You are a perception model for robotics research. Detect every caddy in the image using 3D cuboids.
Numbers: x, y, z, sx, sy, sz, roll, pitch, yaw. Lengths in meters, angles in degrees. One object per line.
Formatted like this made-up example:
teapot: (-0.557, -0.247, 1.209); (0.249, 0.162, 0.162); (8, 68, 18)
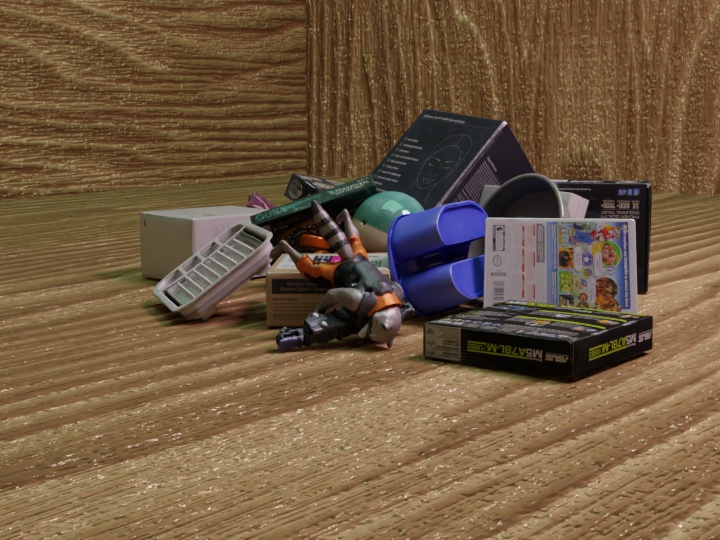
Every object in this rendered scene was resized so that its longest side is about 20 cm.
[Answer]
caddy: (0.107, -0.015, 1.594); (0.104, 0.143, 0.199); (-16, -2, 32)

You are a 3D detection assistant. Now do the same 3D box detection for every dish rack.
dish rack: (-0.197, 0.005, 1.628); (0.171, 0.044, 0.200); (-38, 18, -11)

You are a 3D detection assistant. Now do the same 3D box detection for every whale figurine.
whale figurine: (0.076, -0.052, 1.778); (0.199, 0.105, 0.158); (24, 2, -41)

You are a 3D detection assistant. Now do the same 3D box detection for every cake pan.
cake pan: (0.221, -0.037, 1.661); (0.036, 0.203, 0.199); (26, -7, -32)

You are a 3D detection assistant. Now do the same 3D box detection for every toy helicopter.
toy helicopter: (0.000, 0.000, 1.773); (0.197, 0.080, 0.132); (11, -2, -18)

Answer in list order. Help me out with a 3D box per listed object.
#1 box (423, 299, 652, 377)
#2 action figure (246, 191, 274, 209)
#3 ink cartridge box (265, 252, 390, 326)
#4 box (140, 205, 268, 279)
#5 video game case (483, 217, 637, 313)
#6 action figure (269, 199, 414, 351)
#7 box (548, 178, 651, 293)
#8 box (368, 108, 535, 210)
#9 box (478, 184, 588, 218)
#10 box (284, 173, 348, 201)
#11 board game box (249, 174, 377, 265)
box: (0.203, 0.074, 1.344); (0.198, 0.048, 0.192); (5, 8, 38)
action figure: (-0.129, -0.049, 2.034); (0.199, 0.150, 0.133); (37, 12, 33)
ink cartridge box: (-0.038, 0.023, 1.594); (0.162, 0.076, 0.200); (-1, 8, 1)
box: (-0.242, -0.045, 1.946); (0.198, 0.108, 0.151); (-8, 12, -44)
video game case: (0.261, 0.001, 1.543); (0.197, 0.145, 0.018); (1, -22, 8)
action figure: (-0.027, 0.019, 1.409); (0.198, 0.105, 0.194); (-20, 55, -38)
box: (0.344, -0.056, 1.810); (0.197, 0.167, 0.086); (3, 8, 14)
box: (0.136, -0.141, 1.890); (0.199, 0.197, 0.124); (19, -25, 50)
box: (0.235, -0.040, 1.729); (0.041, 0.158, 0.199); (18, -3, -34)
box: (-0.010, -0.105, 2.026); (0.161, 0.050, 0.199); (38, 20, 35)
board game box: (-0.060, -0.062, 1.831); (0.197, 0.136, 0.028); (-18, 47, -1)
